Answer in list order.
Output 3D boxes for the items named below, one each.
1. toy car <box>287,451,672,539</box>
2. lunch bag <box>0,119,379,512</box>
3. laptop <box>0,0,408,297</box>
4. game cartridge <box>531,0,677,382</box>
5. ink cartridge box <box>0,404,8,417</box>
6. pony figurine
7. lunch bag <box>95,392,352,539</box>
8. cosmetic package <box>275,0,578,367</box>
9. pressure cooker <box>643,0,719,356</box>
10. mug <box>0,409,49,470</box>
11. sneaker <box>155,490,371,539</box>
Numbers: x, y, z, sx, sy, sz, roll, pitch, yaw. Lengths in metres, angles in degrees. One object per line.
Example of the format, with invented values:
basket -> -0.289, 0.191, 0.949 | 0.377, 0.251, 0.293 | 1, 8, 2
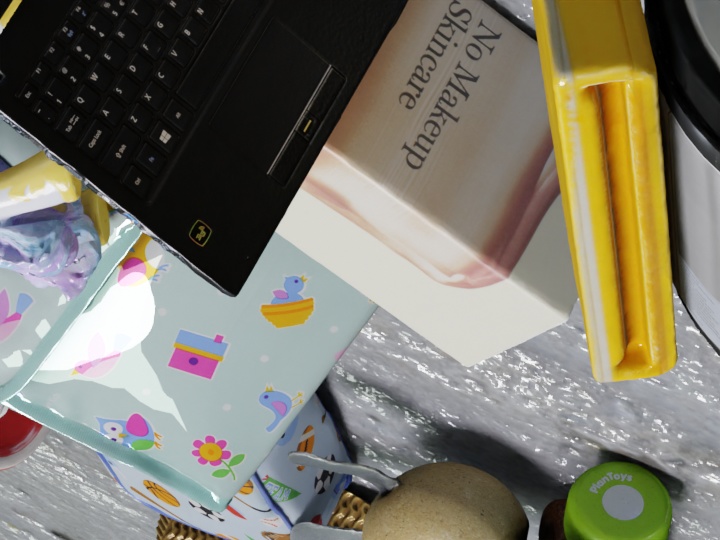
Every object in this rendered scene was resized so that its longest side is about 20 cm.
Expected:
toy car -> 0.045, 0.164, 1.377 | 0.200, 0.158, 0.164 | 25, 144, 15
lunch bag -> -0.101, -0.015, 1.135 | 0.200, 0.122, 0.170 | 28, 117, -18
laptop -> -0.054, -0.123, 0.899 | 0.200, 0.177, 0.103 | 40, 154, -21
game cartridge -> 0.069, -0.092, 0.828 | 0.032, 0.200, 0.176 | -8, 148, 5
ink cartridge box -> -0.232, -0.020, 1.263 | 0.084, 0.146, 0.200 | 16, 169, 26
pony figurine -> -0.206, -0.028, 1.035 | 0.200, 0.167, 0.193 | -7, 110, 4
lunch bag -> -0.097, 0.080, 1.459 | 0.160, 0.076, 0.200 | 19, 155, 26
cosmetic package -> 0.005, -0.063, 1.043 | 0.200, 0.103, 0.087 | 34, 153, -15
pressure cooker -> 0.172, -0.059, 0.776 | 0.176, 0.179, 0.200 | 9, 152, 15
mug -> -0.294, 0.043, 1.531 | 0.200, 0.134, 0.178 | 6, 149, 34
sneaker -> -0.029, 0.174, 1.583 | 0.200, 0.075, 0.090 | 13, 160, 44
